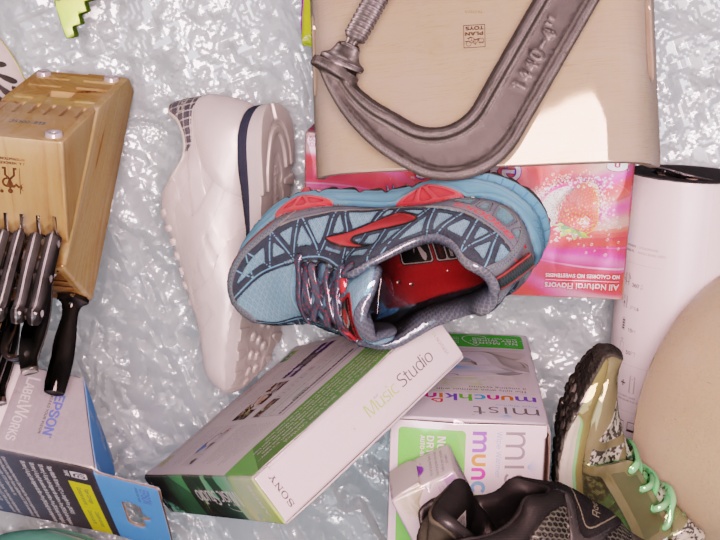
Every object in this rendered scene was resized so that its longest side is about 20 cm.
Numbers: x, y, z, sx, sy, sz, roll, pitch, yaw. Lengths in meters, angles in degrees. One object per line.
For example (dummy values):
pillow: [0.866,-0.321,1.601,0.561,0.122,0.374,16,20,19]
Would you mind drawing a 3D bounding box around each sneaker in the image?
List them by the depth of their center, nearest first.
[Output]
sneaker: [0.045,0.182,0.573,0.114,0.076,0.199,41,97,-7]
sneaker: [0.000,0.000,0.629,0.200,0.096,0.079,-13,117,29]
sneaker: [0.157,0.135,0.672,0.088,0.077,0.200,1,111,8]
sneaker: [-0.093,-0.017,0.768,0.080,0.076,0.200,7,100,15]

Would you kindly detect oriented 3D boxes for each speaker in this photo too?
speaker: [0.204,0.032,0.743,0.081,0.081,0.200,2,103,4]

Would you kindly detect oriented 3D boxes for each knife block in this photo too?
knife block: [-0.199,-0.018,0.719,0.064,0.200,0.176,6,116,3]

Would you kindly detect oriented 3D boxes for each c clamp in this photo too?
c clamp: [0.041,-0.157,0.617,0.171,0.027,0.200,24,91,5]

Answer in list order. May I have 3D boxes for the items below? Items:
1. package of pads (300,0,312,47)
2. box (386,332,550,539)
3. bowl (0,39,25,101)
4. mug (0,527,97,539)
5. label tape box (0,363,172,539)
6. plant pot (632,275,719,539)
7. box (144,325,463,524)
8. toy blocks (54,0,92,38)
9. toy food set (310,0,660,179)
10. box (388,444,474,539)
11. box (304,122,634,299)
package of pads: [0.065,-0.200,0.704,0.200,0.068,0.155,5,104,4]
box: [0.067,0.159,0.736,0.097,0.176,0.200,3,105,4]
bowl: [-0.325,-0.088,0.751,0.200,0.094,0.201,1,103,4]
mug: [-0.230,0.261,0.811,0.152,0.114,0.185,37,134,-21]
label tape box: [-0.218,0.120,0.768,0.200,0.144,0.063,12,61,2]
plant pot: [0.283,0.103,0.681,0.200,0.134,0.201,-8,107,-27]
box: [-0.041,0.092,0.694,0.144,0.200,0.036,-40,98,-26]
toy blocks: [-0.149,-0.260,0.704,0.137,0.100,0.200,-17,103,-3]
toy food set: [0.067,-0.126,0.652,0.200,0.060,0.144,-2,88,11]
box: [0.076,0.193,0.632,0.039,0.041,0.200,-26,103,7]
box: [0.066,-0.043,0.728,0.200,0.095,0.103,3,105,4]
